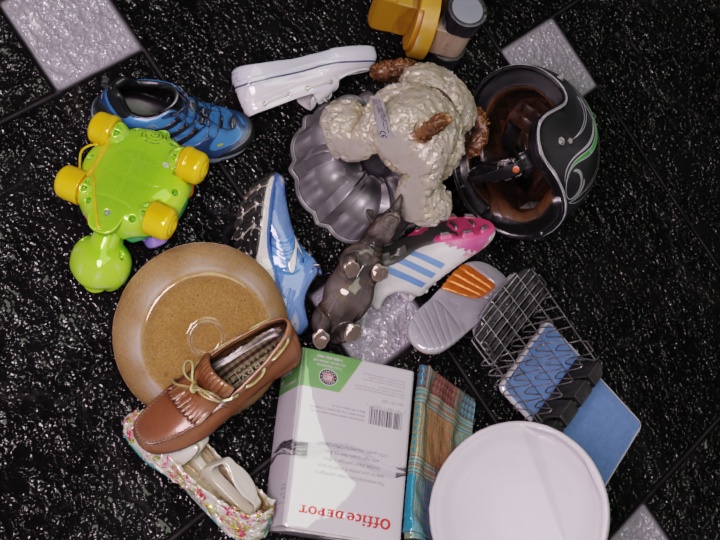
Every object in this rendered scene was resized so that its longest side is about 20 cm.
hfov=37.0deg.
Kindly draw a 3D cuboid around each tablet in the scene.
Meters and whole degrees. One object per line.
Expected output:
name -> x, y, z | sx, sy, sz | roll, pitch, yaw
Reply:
tablet -> 0.281, 0.181, 1.429 | 0.200, 0.014, 0.130 | 47, 60, -7

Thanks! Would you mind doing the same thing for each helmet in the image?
helmet -> 0.221, -0.161, 1.408 | 0.199, 0.200, 0.192 | 36, 50, -11

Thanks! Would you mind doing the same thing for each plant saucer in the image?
plant saucer -> -0.171, 0.072, 1.181 | 0.197, 0.035, 0.204 | -2, 98, -16

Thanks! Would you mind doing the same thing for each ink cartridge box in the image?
ink cartridge box -> -0.025, 0.206, 1.228 | 0.144, 0.084, 0.203 | 14, 69, -20

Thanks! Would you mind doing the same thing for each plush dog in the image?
plush dog -> 0.074, -0.183, 1.284 | 0.199, 0.160, 0.173 | 39, 46, -9

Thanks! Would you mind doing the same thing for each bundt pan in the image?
bundt pan -> 0.013, -0.137, 1.362 | 0.199, 0.076, 0.206 | 8, 71, -23

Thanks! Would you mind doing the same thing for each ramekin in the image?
ramekin -> 0.184, 0.278, 1.215 | 0.199, 0.094, 0.206 | -6, 69, 17

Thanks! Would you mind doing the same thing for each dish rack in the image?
dish rack -> 0.218, 0.107, 1.364 | 0.154, 0.054, 0.201 | -46, 107, -31

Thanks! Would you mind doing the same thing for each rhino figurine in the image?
rhino figurine -> 0.000, 0.000, 1.253 | 0.059, 0.087, 0.202 | 26, 89, -8

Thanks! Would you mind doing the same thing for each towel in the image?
towel -> 0.096, 0.229, 1.275 | 0.146, 0.021, 0.203 | 38, 53, -52

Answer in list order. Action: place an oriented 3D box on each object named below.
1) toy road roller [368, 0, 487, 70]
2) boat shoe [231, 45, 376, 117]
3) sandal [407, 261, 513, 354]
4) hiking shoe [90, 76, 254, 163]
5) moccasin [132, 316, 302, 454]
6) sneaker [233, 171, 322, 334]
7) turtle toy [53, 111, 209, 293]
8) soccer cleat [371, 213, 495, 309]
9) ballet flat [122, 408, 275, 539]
toy road roller -> 0.092, -0.384, 1.457 | 0.143, 0.123, 0.203 | 12, 69, -10
boat shoe -> -0.068, -0.237, 1.367 | 0.197, 0.073, 0.068 | -15, 95, -19
sandal -> 0.117, 0.056, 1.361 | 0.079, 0.060, 0.206 | 44, 46, 15
hiking shoe -> -0.211, -0.176, 1.256 | 0.197, 0.087, 0.076 | 4, 72, -25
moccasin -> -0.150, 0.118, 1.124 | 0.199, 0.078, 0.074 | -29, 59, -11
sneaker -> -0.096, -0.016, 1.278 | 0.088, 0.078, 0.204 | 2, 81, -33
turtle toy -> -0.259, -0.071, 1.191 | 0.144, 0.101, 0.202 | 22, 66, 7
soccer cleat -> 0.083, -0.012, 1.362 | 0.197, 0.070, 0.088 | -17, 122, -25
ballet flat -> -0.167, 0.210, 1.159 | 0.199, 0.064, 0.076 | 42, 36, -3
